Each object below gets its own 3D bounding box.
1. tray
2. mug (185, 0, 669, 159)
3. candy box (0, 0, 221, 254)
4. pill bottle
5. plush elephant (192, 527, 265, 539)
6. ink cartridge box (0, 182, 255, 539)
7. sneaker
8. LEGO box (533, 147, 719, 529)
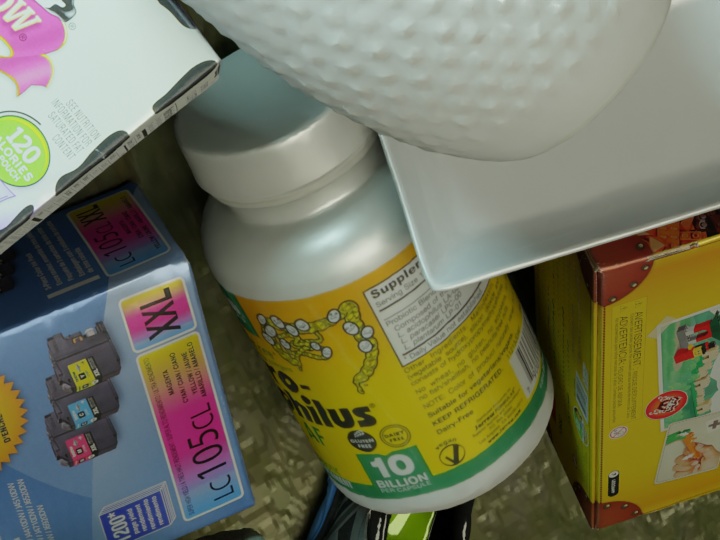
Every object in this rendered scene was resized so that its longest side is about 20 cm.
[{"bbox_3d":[0.105,-0.066,0.863,0.199,0.022,0.108,-16,78,-7],"label":"tray"},{"bbox_3d":[0.024,-0.145,0.749,0.175,0.147,0.201,39,53,-22],"label":"mug"},{"bbox_3d":[-0.176,-0.076,0.781,0.200,0.072,0.168,-39,93,-3],"label":"candy box"},{"bbox_3d":[0.000,0.000,0.927,0.113,0.113,0.200,-32,126,-7],"label":"pill bottle"},{"bbox_3d":[-0.087,0.193,0.933,0.155,0.165,0.200,-41,88,30],"label":"plush elephant"},{"bbox_3d":[-0.159,0.068,0.911,0.199,0.076,0.137,-21,123,-12],"label":"ink cartridge box"},{"bbox_3d":[0.006,0.158,1.032,0.070,0.083,0.200,8,112,-29],"label":"sneaker"},{"bbox_3d":[0.157,0.012,0.955,0.148,0.077,0.200,-17,142,-8],"label":"LEGO box"}]
